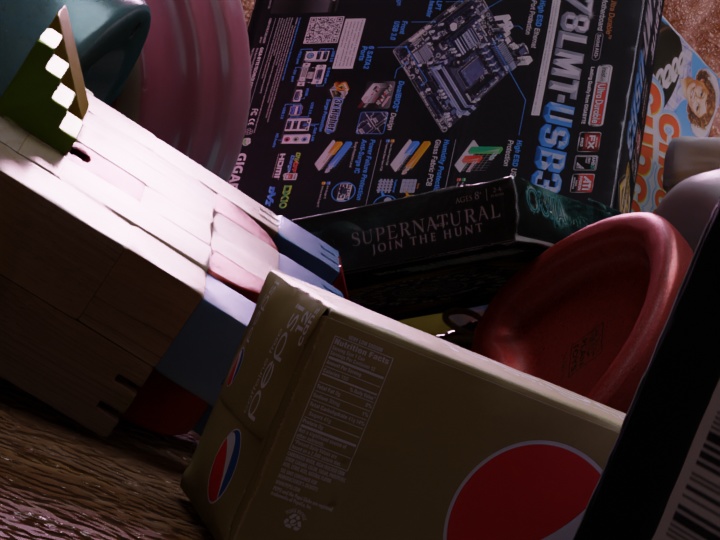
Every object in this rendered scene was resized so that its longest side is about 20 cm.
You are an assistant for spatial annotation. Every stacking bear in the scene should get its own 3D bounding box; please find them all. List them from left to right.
[{"bbox_3d":[0.146,0.077,0.715,0.200,0.114,0.122,35,39,-19],"label":"stacking bear"}]

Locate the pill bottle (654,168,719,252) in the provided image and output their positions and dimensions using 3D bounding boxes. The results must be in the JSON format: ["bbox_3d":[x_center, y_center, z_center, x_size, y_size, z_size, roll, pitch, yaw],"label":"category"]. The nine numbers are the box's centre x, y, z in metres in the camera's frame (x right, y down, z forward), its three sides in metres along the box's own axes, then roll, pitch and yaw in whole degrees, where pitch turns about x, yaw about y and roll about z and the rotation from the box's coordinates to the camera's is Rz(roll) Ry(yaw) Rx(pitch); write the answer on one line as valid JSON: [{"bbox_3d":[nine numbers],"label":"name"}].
[{"bbox_3d":[0.227,-0.007,0.824,0.200,0.104,0.104,-13,16,-21],"label":"pill bottle"}]

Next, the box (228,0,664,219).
[{"bbox_3d":[0.037,-0.083,0.945,0.198,0.200,0.050,2,-36,16],"label":"box"}]

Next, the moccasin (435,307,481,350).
[{"bbox_3d":[0.057,0.050,0.856,0.074,0.078,0.201,22,1,14],"label":"moccasin"}]

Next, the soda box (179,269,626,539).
[{"bbox_3d":[0.059,0.068,0.510,0.200,0.064,0.068,23,1,-17],"label":"soda box"}]

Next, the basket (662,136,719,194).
[{"bbox_3d":[0.259,0.029,1.002,0.198,0.161,0.200,3,-10,20],"label":"basket"}]

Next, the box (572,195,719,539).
[{"bbox_3d":[0.160,0.066,0.425,0.200,0.149,0.107,23,1,-24],"label":"box"}]

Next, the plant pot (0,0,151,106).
[{"bbox_3d":[-0.192,-0.104,0.768,0.188,0.200,0.200,37,1,0],"label":"plant pot"}]

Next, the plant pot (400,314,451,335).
[{"bbox_3d":[0.101,-0.018,1.160,0.200,0.199,0.181,23,-9,-41],"label":"plant pot"}]

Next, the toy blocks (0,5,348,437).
[{"bbox_3d":[-0.065,0.003,0.612,0.137,0.100,0.200,33,12,-10],"label":"toy blocks"}]

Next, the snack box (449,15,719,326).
[{"bbox_3d":[0.117,-0.041,1.016,0.037,0.200,0.116,3,-26,44],"label":"snack box"}]

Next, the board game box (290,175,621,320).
[{"bbox_3d":[0.000,0.000,0.818,0.200,0.028,0.135,-11,-11,26],"label":"board game box"}]

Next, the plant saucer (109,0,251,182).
[{"bbox_3d":[-0.144,-0.090,0.873,0.200,0.201,0.051,23,22,23],"label":"plant saucer"}]
